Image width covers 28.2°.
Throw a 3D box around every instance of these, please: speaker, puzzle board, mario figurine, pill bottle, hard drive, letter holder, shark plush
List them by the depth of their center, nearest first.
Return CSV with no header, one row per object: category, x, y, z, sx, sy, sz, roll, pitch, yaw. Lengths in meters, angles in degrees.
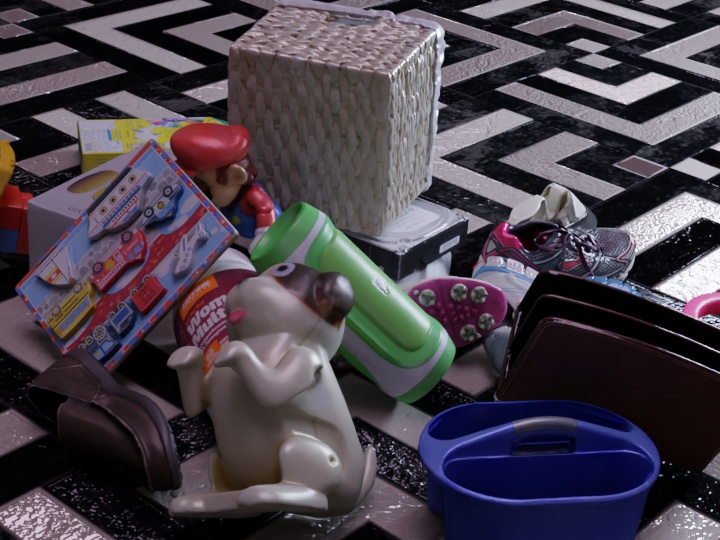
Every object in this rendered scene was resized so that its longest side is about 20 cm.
letter holder,0.238,0.071,1.245,0.198,0.143,0.101,20,54,-2
speaker,-0.006,0.031,1.314,0.200,0.088,0.089,43,22,-16
pill bottle,-0.112,0.062,1.319,0.109,0.111,0.200,-5,29,-19
shark plush,0.157,0.122,1.339,0.082,0.091,0.201,-11,46,12
puzzle board,-0.225,-0.009,1.346,0.151,0.200,0.017,45,3,30
mario figurine,-0.131,-0.059,1.433,0.123,0.200,0.106,-11,39,39
hard drive,0.001,-0.056,1.580,0.199,0.038,0.139,21,30,32

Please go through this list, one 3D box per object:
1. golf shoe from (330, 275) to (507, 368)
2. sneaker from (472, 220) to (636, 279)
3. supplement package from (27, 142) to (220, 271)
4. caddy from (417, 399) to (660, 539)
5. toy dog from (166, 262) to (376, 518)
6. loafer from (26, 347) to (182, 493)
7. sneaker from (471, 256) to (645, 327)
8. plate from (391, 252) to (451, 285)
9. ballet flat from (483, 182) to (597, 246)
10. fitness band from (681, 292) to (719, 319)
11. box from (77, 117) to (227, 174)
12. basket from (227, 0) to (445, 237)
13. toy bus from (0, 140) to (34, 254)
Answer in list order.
golf shoe,0.044,0.038,1.417,0.198,0.076,0.092,-9,18,-6
sneaker,0.221,-0.018,1.556,0.198,0.075,0.081,-9,45,-29
supplement package,-0.241,-0.042,1.498,0.113,0.111,0.200,17,29,24
caddy,0.142,0.164,1.164,0.198,0.106,0.142,-1,29,-12
toy dog,-0.056,0.093,1.143,0.192,0.202,0.139,6,-14,-30
loafer,-0.219,0.137,1.212,0.071,0.074,0.199,-26,34,-29
sneaker,0.197,0.049,1.456,0.198,0.076,0.087,10,37,21
plate,0.000,0.000,1.545,0.197,0.033,0.200,5,26,2
ballet flat,0.217,-0.057,1.652,0.068,0.069,0.199,25,33,31
fitness band,0.394,0.082,1.447,0.142,0.038,0.200,6,28,1
box,-0.249,-0.150,1.781,0.198,0.049,0.118,-4,28,-12
basket,-0.029,-0.167,1.533,0.196,0.202,0.161,12,29,16
toy bus,-0.410,-0.083,1.468,0.190,0.202,0.136,4,26,-20
